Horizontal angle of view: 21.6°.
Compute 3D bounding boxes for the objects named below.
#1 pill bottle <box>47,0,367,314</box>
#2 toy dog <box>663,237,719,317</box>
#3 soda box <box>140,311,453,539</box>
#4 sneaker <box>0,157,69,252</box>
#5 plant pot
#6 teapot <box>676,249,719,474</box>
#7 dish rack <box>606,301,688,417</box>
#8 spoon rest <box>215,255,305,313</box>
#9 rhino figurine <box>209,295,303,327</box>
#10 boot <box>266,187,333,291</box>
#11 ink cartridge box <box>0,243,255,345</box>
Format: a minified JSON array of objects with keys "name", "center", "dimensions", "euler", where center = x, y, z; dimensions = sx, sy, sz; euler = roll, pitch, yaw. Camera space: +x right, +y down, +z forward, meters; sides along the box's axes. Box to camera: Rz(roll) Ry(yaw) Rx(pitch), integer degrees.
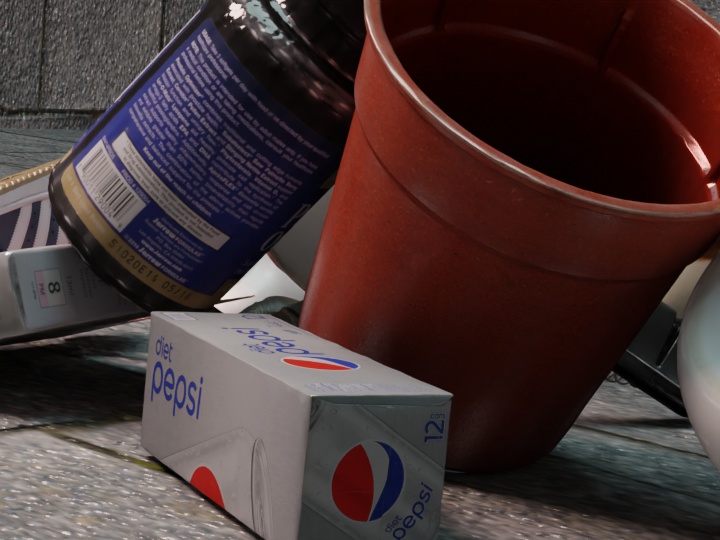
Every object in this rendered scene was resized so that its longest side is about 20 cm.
[{"name":"pill bottle","center":[-0.058,-0.077,0.962],"dimensions":[0.112,0.200,0.112],"euler":[41,18,-16]},{"name":"toy dog","center":[0.279,-0.001,1.396],"dimensions":[0.199,0.140,0.194],"euler":[2,44,-33]},{"name":"soda box","center":[-0.034,0.066,0.809],"dimensions":[0.063,0.069,0.200],"euler":[2,8,-25]},{"name":"sneaker","center":[-0.203,-0.001,1.137],"dimensions":[0.070,0.109,0.200],"euler":[-11,11,38]},{"name":"plant pot","center":[0.066,-0.023,0.888],"dimensions":[0.200,0.196,0.201],"euler":[14,39,-12]},{"name":"teapot","center":[0.234,0.054,0.787],"dimensions":[0.197,0.146,0.200],"euler":[-19,35,21]},{"name":"dish rack","center":[0.119,0.020,1.136],"dimensions":[0.153,0.055,0.200],"euler":[34,-6,-13]},{"name":"spoon rest","center":[-0.039,-0.002,1.174],"dimensions":[0.200,0.061,0.099],"euler":[-35,27,-13]},{"name":"rhino figurine","center":[-0.044,0.043,1.030],"dimensions":[0.087,0.060,0.200],"euler":[-2,3,-36]},{"name":"boot","center":[0.000,0.000,1.093],"dimensions":[0.200,0.073,0.090],"euler":[46,-8,-11]},{"name":"ink cartridge box","center":[-0.182,0.015,1.052],"dimensions":[0.162,0.057,0.200],"euler":[-11,2,33]}]
